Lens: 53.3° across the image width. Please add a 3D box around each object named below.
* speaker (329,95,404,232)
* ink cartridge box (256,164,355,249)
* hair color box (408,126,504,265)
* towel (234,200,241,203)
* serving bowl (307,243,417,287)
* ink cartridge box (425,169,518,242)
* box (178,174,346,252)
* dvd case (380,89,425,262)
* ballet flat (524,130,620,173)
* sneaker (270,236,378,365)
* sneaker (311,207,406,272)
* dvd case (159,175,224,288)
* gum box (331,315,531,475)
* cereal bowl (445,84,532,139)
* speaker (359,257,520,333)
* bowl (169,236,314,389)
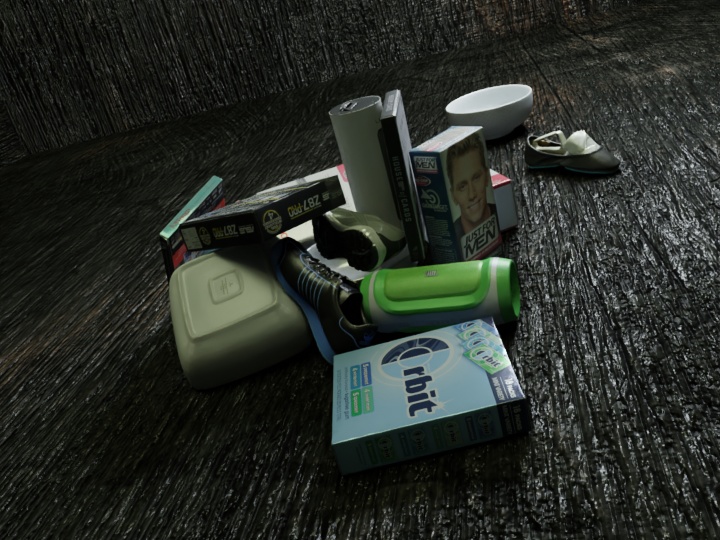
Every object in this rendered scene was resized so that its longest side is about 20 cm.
[{"bbox_3d":[0.015,-0.151,1.067,0.080,0.203,0.082,-13,23,6],"label":"speaker"},{"bbox_3d":[-0.066,-0.091,1.242,0.197,0.084,0.148,-20,51,-8],"label":"ink cartridge box"},{"bbox_3d":[0.140,-0.091,1.022,0.099,0.203,0.060,-33,29,-35],"label":"hair color box"},{"bbox_3d":[-0.221,-0.069,1.368,0.198,0.023,0.145,14,62,48],"label":"towel"},{"bbox_3d":[0.000,0.000,1.084,0.196,0.067,0.201,-14,23,6],"label":"serving bowl"},{"bbox_3d":[0.157,-0.117,1.215,0.143,0.084,0.200,-20,24,-8],"label":"ink cartridge box"},{"bbox_3d":[-0.142,-0.080,1.017,0.198,0.050,0.160,-5,20,47],"label":"box"},{"bbox_3d":[0.062,-0.135,1.003,0.024,0.203,0.151,-10,24,10],"label":"dvd case"},{"bbox_3d":[0.377,-0.218,1.310,0.068,0.070,0.198,-31,28,-32],"label":"ballet flat"},{"bbox_3d":[-0.045,0.023,0.928,0.078,0.202,0.070,-45,-26,26],"label":"sneaker"},{"bbox_3d":[-0.009,-0.052,1.047,0.078,0.075,0.199,-19,28,-30],"label":"sneaker"},{"bbox_3d":[-0.259,-0.031,1.140,0.022,0.202,0.147,22,52,14],"label":"dvd case"},{"bbox_3d":[0.068,0.130,0.782,0.196,0.045,0.171,-15,23,5],"label":"gum box"},{"bbox_3d":[0.299,-0.354,1.640,0.196,0.085,0.201,-14,23,6],"label":"cereal bowl"},{"bbox_3d":[0.101,0.033,0.923,0.196,0.090,0.089,-6,25,22],"label":"speaker"},{"bbox_3d":[-0.173,0.040,0.986,0.196,0.075,0.202,-21,52,-1],"label":"bowl"}]
